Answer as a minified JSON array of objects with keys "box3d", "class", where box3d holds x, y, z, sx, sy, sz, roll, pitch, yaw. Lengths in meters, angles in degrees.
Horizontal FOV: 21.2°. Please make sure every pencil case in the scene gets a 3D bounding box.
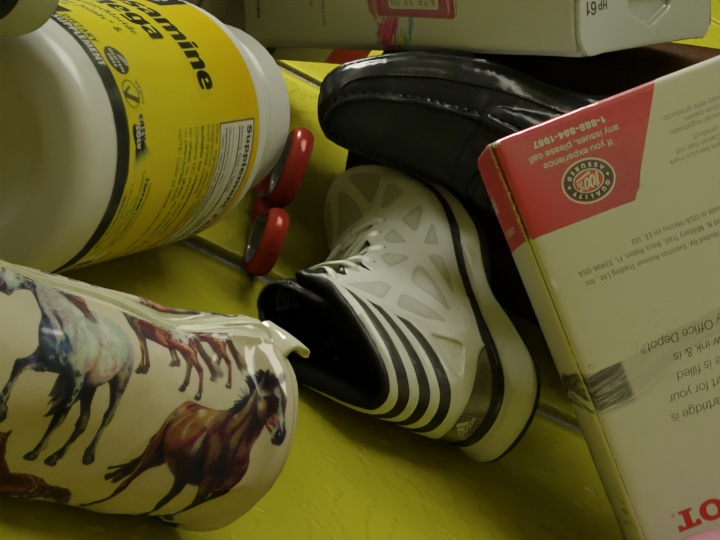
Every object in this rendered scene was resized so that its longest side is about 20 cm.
[{"box3d":[-0.115,0.031,0.643,0.200,0.089,0.078,18,24,-35],"class":"pencil case"}]

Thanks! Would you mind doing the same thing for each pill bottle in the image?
[{"box3d":[-0.110,-0.062,0.829,0.112,0.112,0.200,37,21,14],"class":"pill bottle"}]

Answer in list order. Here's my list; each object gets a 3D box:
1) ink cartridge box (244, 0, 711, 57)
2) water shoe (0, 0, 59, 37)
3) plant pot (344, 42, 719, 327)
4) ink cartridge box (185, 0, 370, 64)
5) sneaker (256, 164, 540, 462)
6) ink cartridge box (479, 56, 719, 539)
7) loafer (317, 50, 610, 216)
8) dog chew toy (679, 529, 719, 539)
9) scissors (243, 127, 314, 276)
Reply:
[{"box3d":[0.061,-0.157,0.984,0.200,0.085,0.144,8,15,34],"class":"ink cartridge box"},{"box3d":[-0.155,-0.157,0.753,0.079,0.072,0.200,5,34,-49],"class":"water shoe"},{"box3d":[0.100,-0.055,1.057,0.200,0.187,0.187,18,18,10],"class":"plant pot"},{"box3d":[-0.080,-0.191,1.099,0.147,0.083,0.200,42,22,22],"class":"ink cartridge box"},{"box3d":[0.000,0.000,0.898,0.115,0.076,0.201,20,26,-34],"class":"sneaker"},{"box3d":[0.155,0.017,0.839,0.083,0.146,0.200,94,-24,-86],"class":"ink cartridge box"},{"box3d":[0.075,-0.054,0.920,0.200,0.068,0.070,13,56,0],"class":"loafer"},{"box3d":[0.195,0.162,0.752,0.200,0.125,0.125,22,21,-4],"class":"dog chew toy"},{"box3d":[-0.051,-0.035,0.977,0.014,0.073,0.200,17,-1,-11],"class":"scissors"}]
